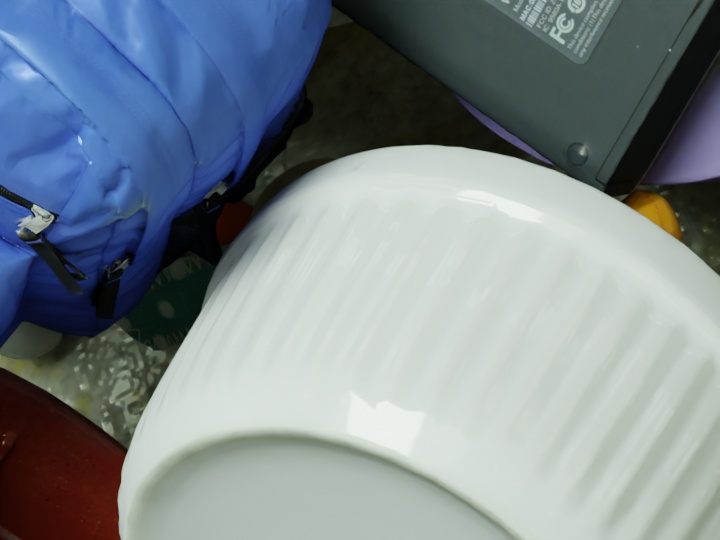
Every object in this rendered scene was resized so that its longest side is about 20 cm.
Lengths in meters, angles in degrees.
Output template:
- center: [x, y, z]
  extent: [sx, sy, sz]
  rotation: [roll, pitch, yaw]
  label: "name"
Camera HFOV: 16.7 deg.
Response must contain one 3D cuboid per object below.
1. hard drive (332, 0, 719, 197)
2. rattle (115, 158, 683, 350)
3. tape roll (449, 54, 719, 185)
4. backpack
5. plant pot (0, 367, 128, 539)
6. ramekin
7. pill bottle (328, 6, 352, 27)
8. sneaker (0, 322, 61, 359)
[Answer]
- center: [0.032, -0.135, 0.726]
  extent: [0.200, 0.033, 0.140]
  rotation: [37, 112, 21]
  label: "hard drive"
- center: [0.000, 0.000, 0.790]
  extent: [0.200, 0.143, 0.130]
  rotation: [28, 94, 12]
  label: "rattle"
- center: [0.108, -0.127, 0.758]
  extent: [0.200, 0.085, 0.200]
  rotation: [3, 96, 34]
  label: "tape roll"
- center: [-0.100, -0.060, 0.724]
  extent: [0.162, 0.200, 0.168]
  rotation: [36, 69, -3]
  label: "backpack"
- center: [-0.144, 0.163, 0.792]
  extent: [0.195, 0.201, 0.201]
  rotation: [-47, 58, 11]
  label: "plant pot"
- center: [0.025, 0.074, 0.714]
  extent: [0.200, 0.200, 0.105]
  rotation: [6, 39, 27]
  label: "ramekin"
- center: [-0.066, -0.157, 0.892]
  extent: [0.200, 0.114, 0.114]
  rotation: [26, 83, 48]
  label: "pill bottle"
- center: [-0.135, -0.059, 0.883]
  extent: [0.099, 0.200, 0.075]
  rotation: [-9, 23, 18]
  label: "sneaker"
